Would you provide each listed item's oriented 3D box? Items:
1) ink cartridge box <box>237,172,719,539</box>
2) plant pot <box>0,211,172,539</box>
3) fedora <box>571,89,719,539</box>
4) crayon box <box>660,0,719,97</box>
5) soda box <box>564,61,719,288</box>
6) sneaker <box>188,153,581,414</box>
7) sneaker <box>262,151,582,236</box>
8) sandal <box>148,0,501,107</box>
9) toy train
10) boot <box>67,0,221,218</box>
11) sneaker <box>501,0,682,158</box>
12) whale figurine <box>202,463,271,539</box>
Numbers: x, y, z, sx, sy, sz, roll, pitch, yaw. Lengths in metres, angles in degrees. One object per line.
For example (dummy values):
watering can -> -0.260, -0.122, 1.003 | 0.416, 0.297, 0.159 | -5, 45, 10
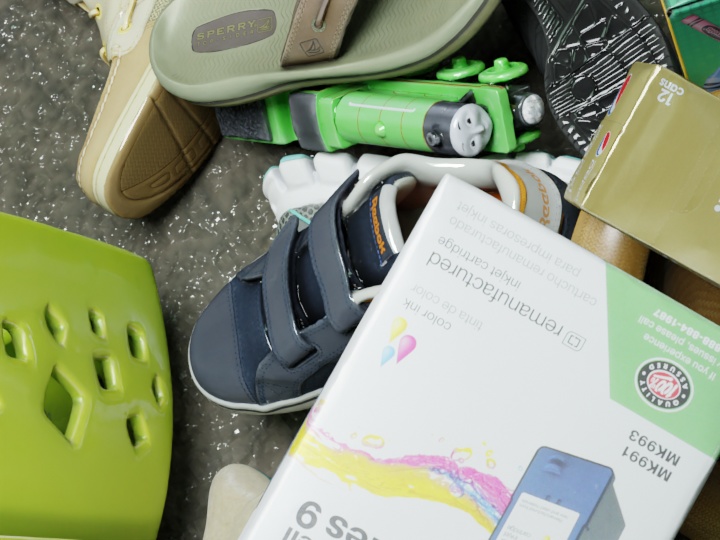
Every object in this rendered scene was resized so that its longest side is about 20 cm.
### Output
ink cartridge box -> 0.045, 0.087, 0.999 | 0.145, 0.088, 0.201 | 30, 87, 2
plant pot -> -0.194, 0.098, 1.134 | 0.198, 0.200, 0.183 | -28, 69, 24
fedora -> 0.174, 0.020, 1.092 | 0.199, 0.082, 0.202 | 0, 94, -2
crayon box -> 0.156, -0.123, 1.104 | 0.058, 0.200, 0.120 | -17, 65, 9
soda box -> 0.181, -0.007, 1.013 | 0.199, 0.068, 0.064 | 28, 94, -3
sneaker -> 0.000, 0.000, 1.114 | 0.199, 0.079, 0.079 | -23, 64, 20
sneaker -> 0.047, -0.003, 1.177 | 0.199, 0.077, 0.092 | -1, 78, 27
sandal -> -0.016, -0.123, 1.147 | 0.200, 0.057, 0.080 | -17, 56, 26
toy train -> 0.003, -0.074, 1.178 | 0.056, 0.042, 0.199 | -23, 19, -34
boot -> -0.131, -0.131, 1.279 | 0.154, 0.073, 0.201 | 16, 75, 23
sneaker -> 0.102, -0.111, 1.175 | 0.060, 0.104, 0.201 | -32, 64, 10
whale figurine -> 0.013, 0.127, 1.132 | 0.199, 0.103, 0.160 | -6, 65, 43
